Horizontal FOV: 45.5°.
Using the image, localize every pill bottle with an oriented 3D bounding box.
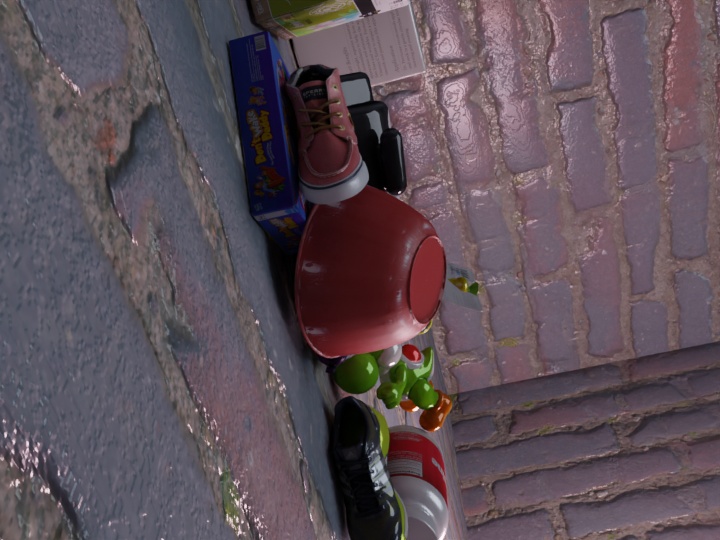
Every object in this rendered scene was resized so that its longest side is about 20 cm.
[{"bbox_3d":[0.054,0.289,1.083,0.200,0.112,0.113,-81,157,-72],"label":"pill bottle"}]

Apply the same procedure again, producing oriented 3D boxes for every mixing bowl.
[{"bbox_3d":[0.025,0.004,0.930,0.200,0.108,0.201,-23,116,-58],"label":"mixing bowl"}]

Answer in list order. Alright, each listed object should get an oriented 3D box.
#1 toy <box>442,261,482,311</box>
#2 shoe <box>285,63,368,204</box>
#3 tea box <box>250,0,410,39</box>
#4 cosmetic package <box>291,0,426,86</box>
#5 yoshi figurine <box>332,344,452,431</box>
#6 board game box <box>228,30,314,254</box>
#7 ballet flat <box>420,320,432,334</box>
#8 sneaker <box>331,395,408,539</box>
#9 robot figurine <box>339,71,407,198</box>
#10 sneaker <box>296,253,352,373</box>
[{"bbox_3d":[0.071,0.012,1.229,0.115,0.199,0.047,-92,-160,-59],"label":"toy"},{"bbox_3d":[-0.041,-0.146,0.885,0.200,0.071,0.091,-101,174,-60],"label":"shoe"},{"bbox_3d":[-0.045,-0.403,1.133,0.200,0.196,0.134,-57,134,-79],"label":"tea box"},{"bbox_3d":[-0.009,-0.401,1.413,0.165,0.199,0.165,-89,165,-59],"label":"cosmetic package"},{"bbox_3d":[0.029,0.144,1.130,0.200,0.112,0.112,46,35,-36],"label":"yoshi figurine"},{"bbox_3d":[-0.089,-0.133,0.927,0.135,0.045,0.201,58,21,-71],"label":"board game box"},{"bbox_3d":[0.052,0.011,1.308,0.200,0.067,0.067,53,17,17],"label":"ballet flat"},{"bbox_3d":[0.000,0.233,0.972,0.081,0.074,0.201,54,17,-51],"label":"sneaker"},{"bbox_3d":[-0.019,-0.138,1.057,0.150,0.124,0.201,-127,-153,-74],"label":"robot figurine"},{"bbox_3d":[-0.037,0.016,0.997,0.088,0.074,0.201,-56,135,-74],"label":"sneaker"}]
